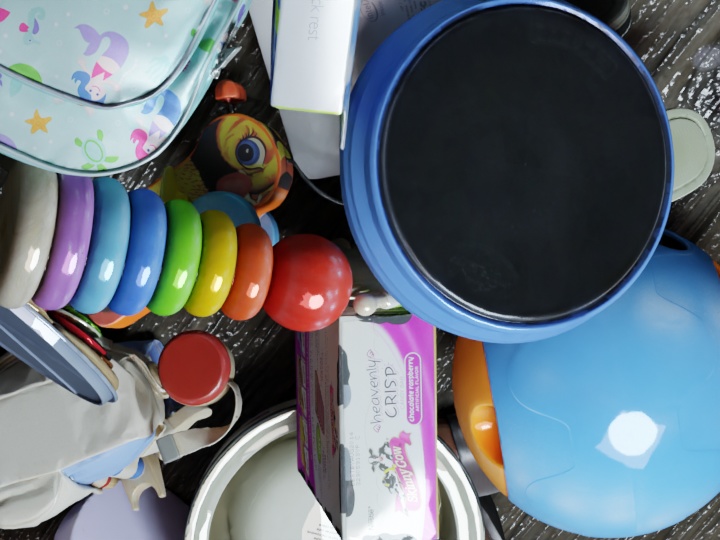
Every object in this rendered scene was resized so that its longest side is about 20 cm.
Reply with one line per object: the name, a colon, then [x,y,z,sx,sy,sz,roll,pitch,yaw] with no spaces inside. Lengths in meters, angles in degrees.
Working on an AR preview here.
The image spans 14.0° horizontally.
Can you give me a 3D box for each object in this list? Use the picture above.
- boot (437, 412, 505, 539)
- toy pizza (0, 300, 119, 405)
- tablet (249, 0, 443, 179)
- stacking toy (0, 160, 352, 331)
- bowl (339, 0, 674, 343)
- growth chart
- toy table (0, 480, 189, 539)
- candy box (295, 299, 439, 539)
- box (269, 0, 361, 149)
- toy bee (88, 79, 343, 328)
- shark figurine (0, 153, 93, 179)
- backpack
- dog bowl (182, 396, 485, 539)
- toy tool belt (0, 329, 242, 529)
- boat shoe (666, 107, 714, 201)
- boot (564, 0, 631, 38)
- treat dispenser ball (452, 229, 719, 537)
boot: [0.002,0.187,2.026,0.198,0.069,0.189,-10,135,-7]
toy pizza: [-0.216,0.008,1.712,0.032,0.200,0.200,-52,134,-11]
tablet: [0.001,-0.150,1.678,0.129,0.014,0.201,-11,118,10]
stacking toy: [-0.099,-0.005,1.609,0.199,0.086,0.086,11,129,-16]
bowl: [0.086,-0.060,1.655,0.199,0.039,0.202,0,90,-21]
growth chart: [0.000,0.000,1.757,0.144,0.199,0.018,-7,100,-36]
toy table: [-0.179,0.226,1.930,0.117,0.184,0.200,-36,174,23]
candy box: [0.002,0.076,1.773,0.061,0.200,0.137,-2,99,-8]
box: [-0.019,-0.181,1.576,0.047,0.122,0.201,5,125,-3]
toy bee: [-0.079,-0.048,1.707,0.199,0.109,0.131,-20,172,-13]
shark figurine: [-0.141,-0.104,1.687,0.089,0.128,0.216,20,98,-22]
backpack: [-0.145,-0.151,1.537,0.177,0.151,0.201,25,105,-7]
dog bowl: [-0.021,0.170,1.934,0.198,0.074,0.202,-2,105,-7]
toy tool belt: [-0.160,0.090,1.863,0.199,0.126,0.123,-23,172,10]
boat shoe: [0.112,-0.050,1.733,0.198,0.066,0.075,-25,103,-24]
boot: [0.088,-0.093,1.780,0.202,0.074,0.154,-24,138,12]
treat dispenser ball: [0.157,0.068,1.865,0.199,0.202,0.202,-9,135,-9]
